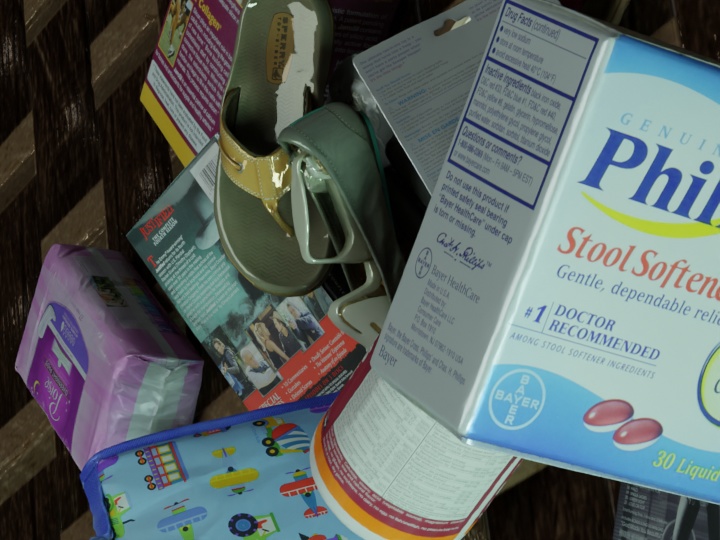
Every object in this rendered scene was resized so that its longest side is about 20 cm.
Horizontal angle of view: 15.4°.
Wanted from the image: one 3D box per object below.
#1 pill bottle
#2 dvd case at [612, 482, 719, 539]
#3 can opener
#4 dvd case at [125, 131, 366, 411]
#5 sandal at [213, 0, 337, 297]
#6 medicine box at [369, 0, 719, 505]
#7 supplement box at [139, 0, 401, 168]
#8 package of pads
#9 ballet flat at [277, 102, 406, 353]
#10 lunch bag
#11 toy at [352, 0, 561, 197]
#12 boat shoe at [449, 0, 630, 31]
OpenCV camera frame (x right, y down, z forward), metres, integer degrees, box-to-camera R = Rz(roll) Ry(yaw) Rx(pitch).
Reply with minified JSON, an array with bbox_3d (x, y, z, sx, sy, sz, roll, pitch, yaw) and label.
[{"bbox_3d":[0.058,0.062,1.498,0.200,0.109,0.110,-57,38,39],"label":"pill bottle"},{"bbox_3d":[0.181,0.112,1.360,0.149,0.016,0.200,12,94,62],"label":"dvd case"},{"bbox_3d":[0.042,-0.059,1.623,0.200,0.067,0.053,52,130,35],"label":"can opener"},{"bbox_3d":[-0.061,0.022,1.712,0.200,0.022,0.146,53,140,6],"label":"dvd case"},{"bbox_3d":[-0.053,-0.084,1.628,0.054,0.080,0.200,15,-103,-78],"label":"sandal"},{"bbox_3d":[0.132,-0.008,1.273,0.103,0.182,0.200,35,107,59],"label":"medicine box"},{"bbox_3d":[-0.056,-0.164,1.757,0.131,0.103,0.200,56,133,50],"label":"supplement box"},{"bbox_3d":[-0.188,0.074,1.980,0.200,0.076,0.121,46,123,55],"label":"package of pads"},{"bbox_3d":[0.000,0.000,1.588,0.067,0.064,0.200,-5,105,67],"label":"ballet flat"},{"bbox_3d":[-0.069,0.160,1.598,0.094,0.200,0.151,109,148,-43],"label":"lunch bag"},{"bbox_3d":[0.093,-0.054,1.429,0.200,0.115,0.047,60,173,24],"label":"toy"},{"bbox_3d":[0.099,-0.128,1.496,0.200,0.074,0.069,-63,29,32],"label":"boat shoe"}]
